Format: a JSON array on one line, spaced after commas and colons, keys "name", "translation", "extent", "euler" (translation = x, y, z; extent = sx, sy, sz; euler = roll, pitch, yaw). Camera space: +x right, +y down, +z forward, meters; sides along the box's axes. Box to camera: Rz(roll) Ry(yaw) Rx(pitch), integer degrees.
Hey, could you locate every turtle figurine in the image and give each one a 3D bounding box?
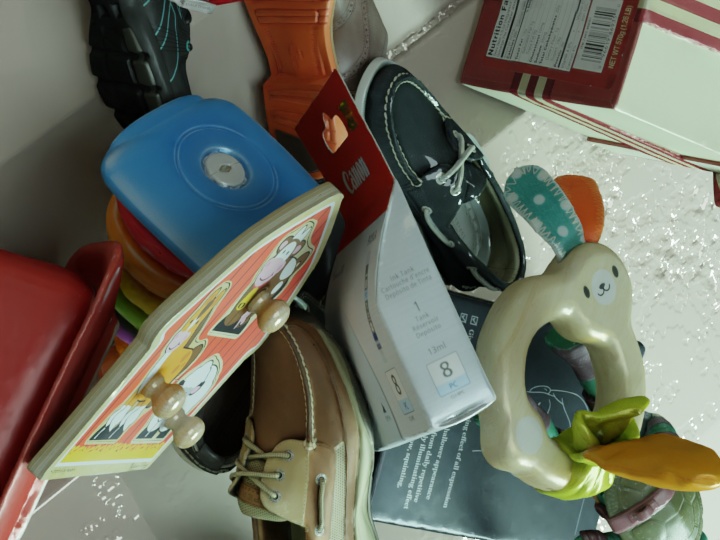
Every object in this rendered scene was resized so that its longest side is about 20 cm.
[{"name": "turtle figurine", "translation": [0.164, 0.135, 1.387], "extent": [0.201, 0.100, 0.150], "euler": [55, 54, -19]}]

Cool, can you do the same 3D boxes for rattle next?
[{"name": "rattle", "translation": [0.145, 0.025, 1.267], "extent": [0.129, 0.143, 0.202], "euler": [22, 71, -17]}]

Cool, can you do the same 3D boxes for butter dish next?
[{"name": "butter dish", "translation": [-0.229, 0.053, 1.184], "extent": [0.147, 0.200, 0.201], "euler": [26, 83, -14]}]

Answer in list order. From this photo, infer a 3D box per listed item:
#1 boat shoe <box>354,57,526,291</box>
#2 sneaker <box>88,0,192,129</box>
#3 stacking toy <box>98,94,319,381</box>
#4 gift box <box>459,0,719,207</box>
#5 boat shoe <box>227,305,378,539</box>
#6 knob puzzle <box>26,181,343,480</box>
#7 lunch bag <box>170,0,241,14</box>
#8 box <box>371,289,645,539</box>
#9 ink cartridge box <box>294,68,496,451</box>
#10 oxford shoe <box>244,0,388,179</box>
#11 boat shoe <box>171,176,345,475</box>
[{"name": "boat shoe", "translation": [0.055, -0.058, 1.389], "extent": [0.076, 0.060, 0.200], "euler": [-63, 145, -22]}, {"name": "sneaker", "translation": [-0.120, -0.159, 1.264], "extent": [0.079, 0.075, 0.202], "euler": [-30, 116, -30]}, {"name": "stacking toy", "translation": [-0.111, 0.006, 1.269], "extent": [0.116, 0.110, 0.201], "euler": [-34, 162, -45]}, {"name": "gift box", "translation": [0.205, -0.151, 1.431], "extent": [0.186, 0.199, 0.186], "euler": [17, 94, -38]}, {"name": "boat shoe", "translation": [-0.037, 0.123, 1.295], "extent": [0.073, 0.075, 0.202], "euler": [-24, 113, -35]}, {"name": "knob puzzle", "translation": [-0.072, 0.038, 1.165], "extent": [0.030, 0.220, 0.219], "euler": [42, 68, 12]}, {"name": "lunch bag", "translation": [-0.087, -0.247, 1.211], "extent": [0.175, 0.082, 0.201], "euler": [-21, 83, -43]}, {"name": "box", "translation": [0.066, 0.091, 1.432], "extent": [0.199, 0.107, 0.150], "euler": [15, 90, -36]}, {"name": "ink cartridge box", "translation": [0.000, 0.000, 1.254], "extent": [0.047, 0.160, 0.201], "euler": [-25, 87, -13]}, {"name": "oxford shoe", "translation": [-0.024, -0.162, 1.348], "extent": [0.073, 0.071, 0.202], "euler": [-28, 123, -47]}, {"name": "boat shoe", "translation": [-0.050, 0.032, 1.349], "extent": [0.071, 0.068, 0.201], "euler": [28, 81, -3]}]
